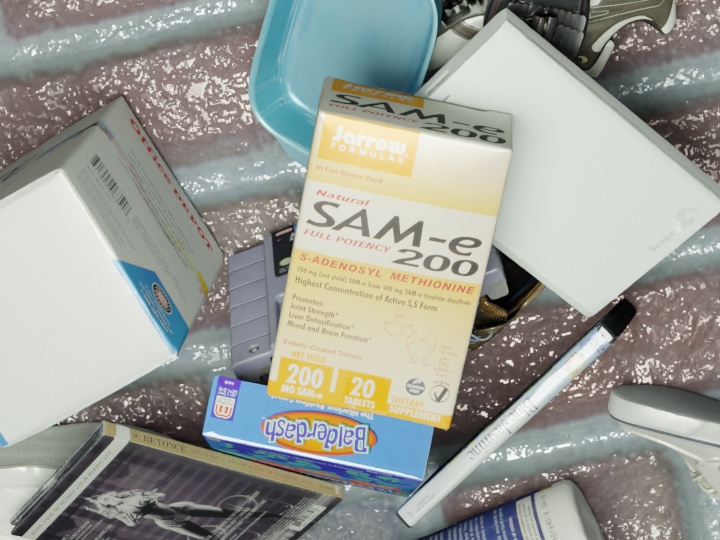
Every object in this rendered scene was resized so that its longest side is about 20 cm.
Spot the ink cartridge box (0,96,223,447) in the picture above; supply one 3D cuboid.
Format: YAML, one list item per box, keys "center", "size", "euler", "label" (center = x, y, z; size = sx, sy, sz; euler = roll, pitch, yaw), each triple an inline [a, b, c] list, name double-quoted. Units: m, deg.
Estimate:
- center: [-0.203, -0.004, 1.281]
  size: [0.144, 0.200, 0.148]
  euler: [-28, 103, 14]
  label: "ink cartridge box"

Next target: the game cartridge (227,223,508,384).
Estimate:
- center: [0.000, 0.000, 1.306]
  size: [0.198, 0.130, 0.039]
  euler: [-20, 132, 9]
  label: "game cartridge"

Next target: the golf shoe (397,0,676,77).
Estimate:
- center: [0.124, -0.165, 1.273]
  size: [0.199, 0.078, 0.095]
  euler: [-23, 104, 12]
  label: "golf shoe"

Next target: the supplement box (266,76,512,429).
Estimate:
- center: [0.018, -0.010, 1.188]
  size: [0.125, 0.074, 0.202]
  euler: [10, 114, -1]
  label: "supplement box"

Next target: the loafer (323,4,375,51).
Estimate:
- center: [-0.001, -0.240, 1.263]
  size: [0.075, 0.068, 0.202]
  euler: [-3, 108, 5]
  label: "loafer"

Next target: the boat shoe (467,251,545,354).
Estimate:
- center: [0.081, 0.014, 1.331]
  size: [0.072, 0.072, 0.200]
  euler: [40, 106, -8]
  label: "boat shoe"

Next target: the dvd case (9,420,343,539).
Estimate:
- center: [-0.135, 0.175, 1.353]
  size: [0.199, 0.016, 0.149]
  euler: [18, 136, -30]
  label: "dvd case"

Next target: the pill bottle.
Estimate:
- center: [0.088, 0.242, 1.379]
  size: [0.199, 0.111, 0.112]
  euler: [-24, 104, 10]
  label: "pill bottle"

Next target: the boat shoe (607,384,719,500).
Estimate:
- center: [0.272, 0.137, 1.359]
  size: [0.198, 0.072, 0.066]
  euler: [14, 103, -9]
  label: "boat shoe"

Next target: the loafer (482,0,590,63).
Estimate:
- center: [0.108, -0.122, 1.232]
  size: [0.071, 0.063, 0.201]
  euler: [10, 131, -11]
  label: "loafer"

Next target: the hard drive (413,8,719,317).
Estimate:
- center: [0.124, -0.066, 1.222]
  size: [0.199, 0.026, 0.132]
  euler: [37, 122, -19]
  label: "hard drive"

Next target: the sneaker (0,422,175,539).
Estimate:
- center: [-0.223, 0.182, 1.414]
  size: [0.198, 0.074, 0.116]
  euler: [2, 122, -1]
  label: "sneaker"

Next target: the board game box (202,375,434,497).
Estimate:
- center: [-0.030, 0.120, 1.308]
  size: [0.151, 0.200, 0.045]
  euler: [11, 81, 1]
  label: "board game box"

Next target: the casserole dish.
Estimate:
- center: [-0.007, -0.151, 1.262]
  size: [0.120, 0.039, 0.201]
  euler: [29, 133, 11]
  label: "casserole dish"

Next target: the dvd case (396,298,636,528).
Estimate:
- center: [0.114, 0.099, 1.319]
  size: [0.200, 0.143, 0.018]
  euler: [-45, 84, 15]
  label: "dvd case"
